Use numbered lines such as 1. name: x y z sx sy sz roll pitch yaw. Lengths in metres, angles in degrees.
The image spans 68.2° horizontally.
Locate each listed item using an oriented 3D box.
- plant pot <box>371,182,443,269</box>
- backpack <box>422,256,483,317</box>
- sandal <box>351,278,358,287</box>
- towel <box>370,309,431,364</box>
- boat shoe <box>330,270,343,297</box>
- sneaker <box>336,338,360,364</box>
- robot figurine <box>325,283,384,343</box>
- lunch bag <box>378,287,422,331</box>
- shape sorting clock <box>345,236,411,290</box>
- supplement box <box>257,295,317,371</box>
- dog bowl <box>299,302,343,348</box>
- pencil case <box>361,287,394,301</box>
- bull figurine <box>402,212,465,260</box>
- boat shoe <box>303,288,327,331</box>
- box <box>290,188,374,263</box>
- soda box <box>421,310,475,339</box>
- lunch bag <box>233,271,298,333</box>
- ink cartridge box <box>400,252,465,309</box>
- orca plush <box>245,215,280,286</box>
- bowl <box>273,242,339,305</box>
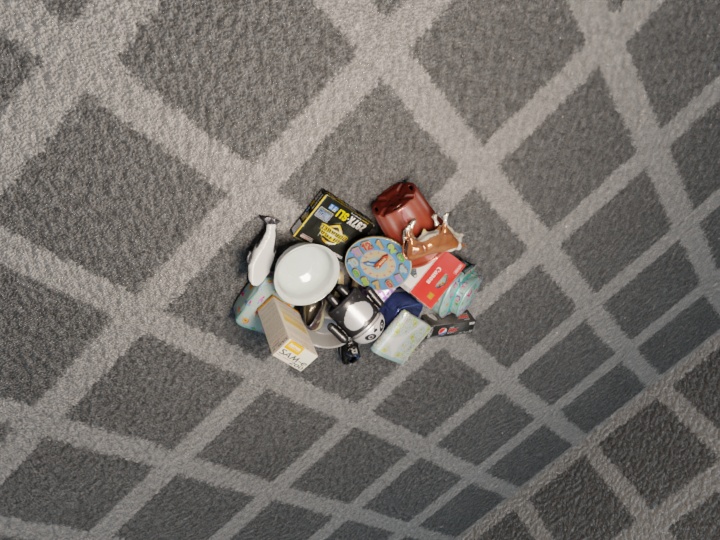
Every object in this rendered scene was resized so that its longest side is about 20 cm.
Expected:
1. plant pot: 0.143 -0.143 1.585 0.201 0.201 0.195 -34 122 3
2. backpack: 0.303 0.065 1.780 0.200 0.150 0.178 -23 139 -44
3. sandal: 0.000 0.000 1.685 0.054 0.080 0.200 3 131 0
4. towel: 0.137 0.222 1.766 0.171 0.048 0.200 -53 143 4
5. boat shoe: -0.072 0.073 1.720 0.065 0.072 0.200 -10 133 -23
6. sneaker: -0.025 0.239 1.833 0.073 0.112 0.200 -4 126 -22
7. robot figurine: -0.017 0.130 1.610 0.150 0.125 0.200 -38 100 30
8. lunch bag: 0.103 0.155 1.818 0.136 0.132 0.200 -4 127 -41
9. shape sorting clock: 0.052 -0.017 1.577 0.199 0.039 0.200 6 126 9
10. supplement box: -0.215 0.181 1.548 0.074 0.200 0.126 -42 131 9
11. dog bowl: -0.116 0.182 1.733 0.200 0.059 0.200 3 138 3
12. pencil case: 0.058 0.058 1.717 0.200 0.084 0.085 -50 124 -7
13. bull figurine: 0.206 -0.094 1.493 0.200 0.065 0.122 -19 107 -17
14. boat shoe: -0.138 0.085 1.633 0.072 0.201 0.065 6 169 10
15. box: -0.082 -0.129 1.580 0.200 0.049 0.160 30 107 -37
16. soda box: 0.323 0.200 1.983 0.200 0.071 0.063 -4 127 -20
17. lunch bag: -0.286 0.098 1.638 0.160 0.077 0.200 22 113 -36
18. ink cartridge box: 0.211 -0.009 1.674 0.200 0.176 0.045 -49 168 -20
19. orca plush: -0.294 -0.059 1.524 0.105 0.071 0.201 -5 106 -42
20. bowl: -0.170 -0.004 1.559 0.201 0.090 0.202 -13 122 -22
